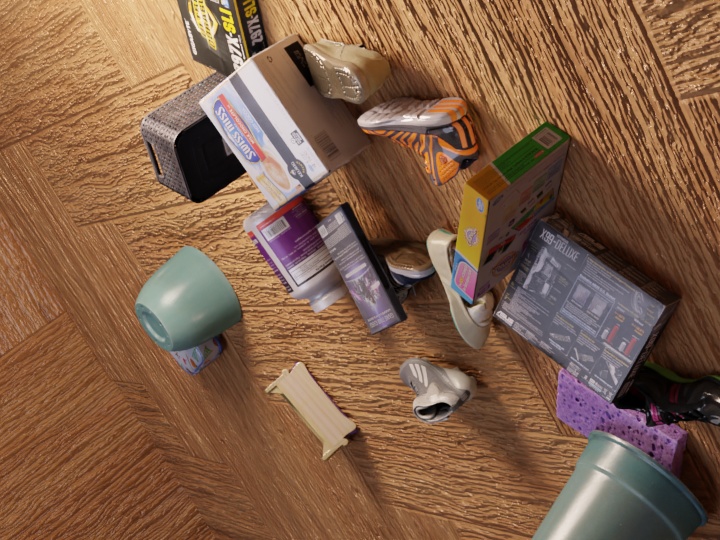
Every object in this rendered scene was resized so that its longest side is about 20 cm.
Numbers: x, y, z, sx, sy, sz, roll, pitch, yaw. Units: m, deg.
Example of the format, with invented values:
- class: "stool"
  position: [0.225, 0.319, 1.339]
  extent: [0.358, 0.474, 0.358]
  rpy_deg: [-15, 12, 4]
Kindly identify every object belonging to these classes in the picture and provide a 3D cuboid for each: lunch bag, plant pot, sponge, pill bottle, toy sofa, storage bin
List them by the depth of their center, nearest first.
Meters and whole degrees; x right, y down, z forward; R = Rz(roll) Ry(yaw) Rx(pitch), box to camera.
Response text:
- class: "plant pot"
  position: [0.343, 0.363, 1.637]
  extent: [0.200, 0.196, 0.200]
  rpy_deg: [38, 165, 12]
- class: "sponge"
  position: [0.365, 0.218, 1.667]
  extent: [0.200, 0.030, 0.112]
  rpy_deg: [33, 147, 33]
- class: "storage bin"
  position: [-0.235, -0.218, 1.882]
  extent: [0.094, 0.200, 0.136]
  rpy_deg: [28, 144, 39]
- class: "pill bottle"
  position: [-0.102, -0.031, 1.997]
  extent: [0.200, 0.112, 0.112]
  rpy_deg: [55, 152, -6]
- class: "toy sofa"
  position: [-0.096, 0.286, 2.414]
  extent: [0.200, 0.098, 0.083]
  rpy_deg: [48, 177, 8]
- class: "plant pot"
  position: [-0.376, 0.075, 2.489]
  extent: [0.200, 0.161, 0.201]
  rpy_deg: [36, 148, 27]
- class: "lunch bag"
  position: [-0.394, 0.150, 2.700]
  extent: [0.161, 0.075, 0.200]
  rpy_deg: [53, 153, 3]

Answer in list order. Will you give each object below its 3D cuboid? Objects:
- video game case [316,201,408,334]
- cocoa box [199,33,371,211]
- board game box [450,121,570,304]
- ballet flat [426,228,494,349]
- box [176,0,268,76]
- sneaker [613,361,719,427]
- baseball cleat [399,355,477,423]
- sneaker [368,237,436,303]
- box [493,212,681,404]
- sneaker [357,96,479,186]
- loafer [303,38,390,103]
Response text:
- class: "video game case"
  position: [0.000, 0.000, 1.855]
  extent: [0.201, 0.019, 0.143]
  rpy_deg: [62, 159, 1]
- class: "cocoa box"
  position: [-0.110, -0.217, 1.731]
  extent: [0.131, 0.133, 0.200]
  rpy_deg: [-31, 97, 38]
- class: "board game box"
  position: [0.185, -0.069, 1.471]
  extent: [0.040, 0.153, 0.201]
  rpy_deg: [39, 149, 26]
- class: "ballet flat"
  position: [0.158, 0.029, 1.729]
  extent: [0.069, 0.069, 0.201]
  rpy_deg: [5, 127, 55]
- class: "box"
  position: [-0.217, -0.396, 1.814]
  extent: [0.159, 0.049, 0.201]
  rpy_deg: [28, 144, 35]
- class: "sneaker"
  position: [0.404, 0.173, 1.494]
  extent: [0.200, 0.084, 0.077]
  rpy_deg: [7, 130, 54]
- class: "baseball cleat"
  position: [0.106, 0.197, 1.955]
  extent: [0.070, 0.106, 0.200]
  rpy_deg: [55, 155, -17]
- class: "sneaker"
  position: [0.070, 0.014, 1.831]
  extent: [0.200, 0.070, 0.109]
  rpy_deg: [16, 131, 59]
- class: "box"
  position: [0.283, 0.047, 1.501]
  extent: [0.200, 0.050, 0.158]
  rpy_deg: [37, 122, 26]
- class: "sneaker"
  position: [0.079, -0.170, 1.594]
  extent: [0.199, 0.077, 0.113]
  rpy_deg: [12, 132, 51]
- class: "loafer"
  position: [-0.018, -0.278, 1.631]
  extent: [0.200, 0.068, 0.076]
  rpy_deg: [40, 150, 56]
